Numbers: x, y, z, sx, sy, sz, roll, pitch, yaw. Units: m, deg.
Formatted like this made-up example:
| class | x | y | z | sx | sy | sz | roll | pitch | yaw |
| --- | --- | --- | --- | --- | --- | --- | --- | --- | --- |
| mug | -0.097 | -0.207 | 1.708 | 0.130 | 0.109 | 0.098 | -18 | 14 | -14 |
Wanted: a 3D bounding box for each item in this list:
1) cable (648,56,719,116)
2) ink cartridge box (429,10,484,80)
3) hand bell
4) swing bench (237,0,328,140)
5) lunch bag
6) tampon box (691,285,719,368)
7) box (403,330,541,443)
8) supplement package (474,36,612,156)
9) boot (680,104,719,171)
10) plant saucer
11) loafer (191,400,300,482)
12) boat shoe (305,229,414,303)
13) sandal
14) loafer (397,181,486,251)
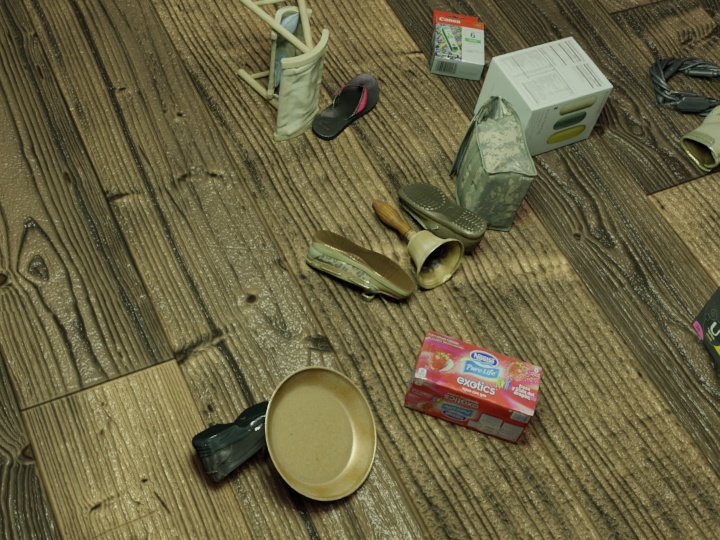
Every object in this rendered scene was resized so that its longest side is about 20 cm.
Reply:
| class | x | y | z | sx | sy | sz | roll | pitch | yaw |
| --- | --- | --- | --- | --- | --- | --- | --- | --- | --- |
| cable | 0.727 | -0.405 | 2.150 | 0.197 | 0.051 | 0.165 | -2 | 50 | -9 |
| ink cartridge box | 0.208 | -0.500 | 2.111 | 0.107 | 0.051 | 0.202 | 8 | 54 | -5 |
| hand bell | 0.086 | -0.068 | 1.772 | 0.103 | 0.105 | 0.200 | -24 | 50 | -25 |
| swing bench | -0.138 | -0.394 | 1.877 | 0.128 | 0.200 | 0.201 | -19 | 60 | -22 |
| lunch bag | 0.237 | -0.203 | 1.832 | 0.116 | 0.165 | 0.202 | 2 | 54 | -13 |
| tampon box | 0.722 | 0.098 | 1.732 | 0.198 | 0.127 | 0.151 | -13 | 57 | -18 |
| box | 0.179 | 0.187 | 1.582 | 0.198 | 0.100 | 0.096 | 18 | 53 | 3 |
| supplement package | 0.361 | -0.341 | 1.962 | 0.198 | 0.152 | 0.151 | -19 | 60 | -23 |
| boot | 0.773 | -0.247 | 2.025 | 0.200 | 0.073 | 0.154 | 40 | 57 | 24 |
| plant saucer | -0.065 | 0.248 | 1.494 | 0.198 | 0.035 | 0.203 | 14 | 65 | -31 |
| loafer | -0.162 | 0.252 | 1.503 | 0.198 | 0.072 | 0.073 | -22 | 100 | -31 |
| boat shoe | 0.000 | 0.000 | 1.715 | 0.199 | 0.063 | 0.073 | 30 | 28 | 8 |
| sandal | -0.023 | -0.332 | 1.950 | 0.075 | 0.045 | 0.200 | 31 | 55 | 12 |
| loafer | 0.144 | -0.095 | 1.802 | 0.076 | 0.068 | 0.199 | -28 | 48 | -30 |
